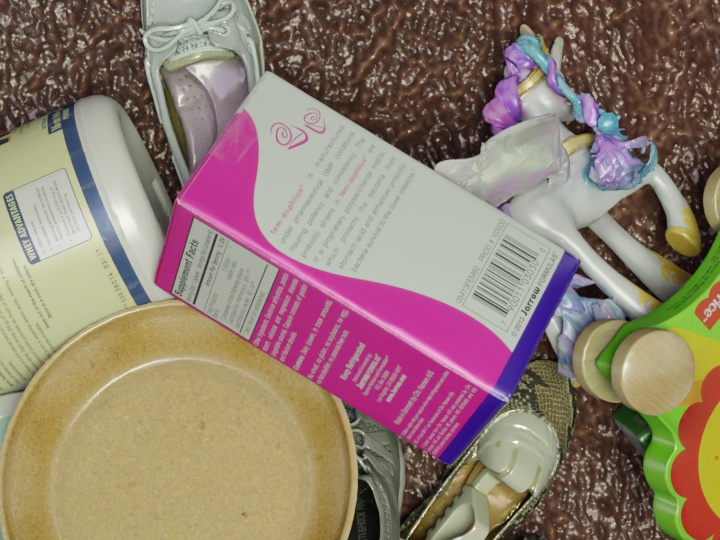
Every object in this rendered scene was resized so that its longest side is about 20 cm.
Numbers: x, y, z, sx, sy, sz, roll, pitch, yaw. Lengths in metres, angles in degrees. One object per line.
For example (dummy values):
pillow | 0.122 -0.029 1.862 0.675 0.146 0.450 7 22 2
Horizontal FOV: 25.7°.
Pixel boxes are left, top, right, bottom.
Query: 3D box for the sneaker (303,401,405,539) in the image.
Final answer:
sneaker | -0.006 0.121 0.943 0.074 0.201 0.082 -11 137 -4

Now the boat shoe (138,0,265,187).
boat shoe | -0.094 -0.108 0.979 0.074 0.065 0.204 -8 93 -1

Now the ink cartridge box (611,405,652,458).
ink cartridge box | 0.283 0.088 0.989 0.200 0.083 0.147 -41 94 0

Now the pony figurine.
pony figurine | 0.108 -0.036 0.961 0.193 0.166 0.201 -36 90 -31

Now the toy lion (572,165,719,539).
toy lion | 0.231 0.066 0.909 0.192 0.069 0.200 44 80 -17

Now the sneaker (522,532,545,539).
sneaker | 0.115 0.268 1.002 0.090 0.067 0.201 -25 103 7

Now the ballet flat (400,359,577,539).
ballet flat | 0.075 0.147 0.992 0.068 0.075 0.201 38 92 -5

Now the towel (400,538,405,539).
towel | -0.018 0.213 0.931 0.198 0.023 0.145 16 52 20

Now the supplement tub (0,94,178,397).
supplement tub | -0.210 -0.003 0.943 0.199 0.145 0.146 -24 94 0

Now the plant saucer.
plant saucer | -0.100 0.117 0.880 0.198 0.035 0.202 0 73 -1

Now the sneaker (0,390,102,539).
sneaker | -0.133 0.124 0.953 0.199 0.074 0.119 -11 70 -26

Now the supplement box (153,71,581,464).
supplement box | 0.000 0.000 0.860 0.199 0.104 0.102 32 59 1
